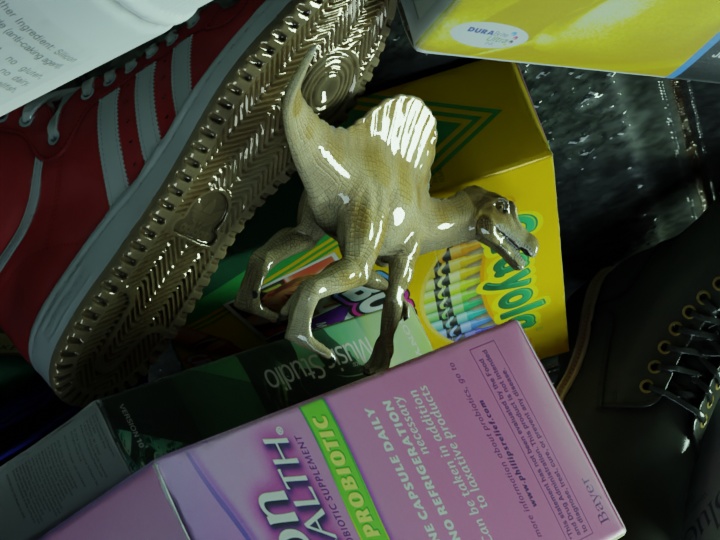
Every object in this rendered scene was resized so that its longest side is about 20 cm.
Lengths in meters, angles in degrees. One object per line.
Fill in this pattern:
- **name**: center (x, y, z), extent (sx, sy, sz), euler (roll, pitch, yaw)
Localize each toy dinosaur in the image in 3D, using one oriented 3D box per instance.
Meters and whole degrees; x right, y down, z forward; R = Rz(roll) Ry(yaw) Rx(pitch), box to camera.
- **toy dinosaur**: center (-0.006, -0.022, 0.828), extent (0.200, 0.058, 0.102), euler (28, 89, -57)

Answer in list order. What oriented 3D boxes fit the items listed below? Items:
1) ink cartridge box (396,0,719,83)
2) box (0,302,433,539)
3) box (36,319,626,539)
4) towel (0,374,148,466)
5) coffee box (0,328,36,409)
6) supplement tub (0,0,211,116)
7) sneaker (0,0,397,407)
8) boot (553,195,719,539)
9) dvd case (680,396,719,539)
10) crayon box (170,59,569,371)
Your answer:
- **ink cartridge box**: center (0.144, -0.140, 0.813), extent (0.197, 0.047, 0.200), euler (3, 150, -33)
- **box**: center (-0.076, 0.074, 0.905), extent (0.144, 0.037, 0.200), euler (-34, 171, 36)
- **box**: center (-0.034, 0.117, 0.855), extent (0.199, 0.097, 0.176), euler (-20, 169, -45)
- **towel**: center (-0.165, 0.108, 1.039), extent (0.147, 0.050, 0.200), euler (-30, 170, -19)
- **coffee box**: center (-0.224, 0.055, 0.982), extent (0.122, 0.044, 0.200), euler (6, 147, -38)
- **supplement tub**: center (-0.145, -0.094, 0.634), extent (0.199, 0.133, 0.132), euler (-25, 153, 16)
- **sneaker**: center (-0.079, -0.060, 0.832), extent (0.200, 0.112, 0.071), euler (-52, 145, 3)
- **boot**: center (0.149, 0.042, 1.027), extent (0.077, 0.201, 0.138), euler (28, 130, -23)
- **dvd case**: center (0.141, 0.110, 1.101), extent (0.017, 0.200, 0.143), euler (25, 117, -20)
- **crayon box**: center (0.000, 0.000, 0.987), extent (0.171, 0.059, 0.200), euler (-16, 154, 0)
